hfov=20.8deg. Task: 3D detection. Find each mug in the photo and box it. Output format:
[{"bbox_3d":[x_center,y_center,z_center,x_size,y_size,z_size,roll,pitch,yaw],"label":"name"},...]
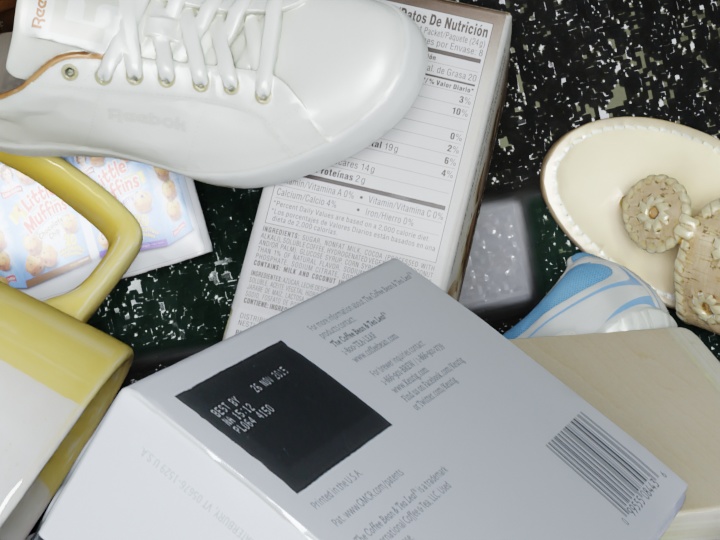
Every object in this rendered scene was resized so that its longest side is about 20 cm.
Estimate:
[{"bbox_3d":[-0.184,0.043,0.765,0.153,0.187,0.150,33,124,0],"label":"mug"}]

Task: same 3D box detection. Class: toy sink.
[{"bbox_3d":[0.092,0.143,0.766,0.111,0.131,0.202,-4,118,-15],"label":"toy sink"}]

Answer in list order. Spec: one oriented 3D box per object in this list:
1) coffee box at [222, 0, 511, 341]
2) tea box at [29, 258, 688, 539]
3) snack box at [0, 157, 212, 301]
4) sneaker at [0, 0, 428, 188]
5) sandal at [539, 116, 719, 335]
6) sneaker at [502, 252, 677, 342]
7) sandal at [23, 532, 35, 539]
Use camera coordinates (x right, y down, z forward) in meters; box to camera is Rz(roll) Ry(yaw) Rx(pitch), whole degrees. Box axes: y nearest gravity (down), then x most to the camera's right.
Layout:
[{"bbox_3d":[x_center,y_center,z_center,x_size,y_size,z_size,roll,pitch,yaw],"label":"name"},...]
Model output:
[{"bbox_3d":[0.000,0.000,0.774,0.079,0.113,0.202,13,77,6],"label":"coffee box"},{"bbox_3d":[-0.024,0.126,0.595,0.133,0.200,0.198,38,112,12],"label":"tea box"},{"bbox_3d":[-0.166,-0.014,0.825,0.198,0.024,0.073,-17,94,-5],"label":"snack box"},{"bbox_3d":[-0.077,-0.076,0.714,0.198,0.085,0.074,-2,70,21],"label":"sneaker"},{"bbox_3d":[0.177,0.001,0.839,0.211,0.070,0.078,35,88,-6],"label":"sandal"},{"bbox_3d":[0.055,0.079,0.839,0.072,0.073,0.200,36,101,-34],"label":"sneaker"},{"bbox_3d":[-0.085,0.121,0.825,0.202,0.050,0.083,-33,95,-4],"label":"sandal"}]
